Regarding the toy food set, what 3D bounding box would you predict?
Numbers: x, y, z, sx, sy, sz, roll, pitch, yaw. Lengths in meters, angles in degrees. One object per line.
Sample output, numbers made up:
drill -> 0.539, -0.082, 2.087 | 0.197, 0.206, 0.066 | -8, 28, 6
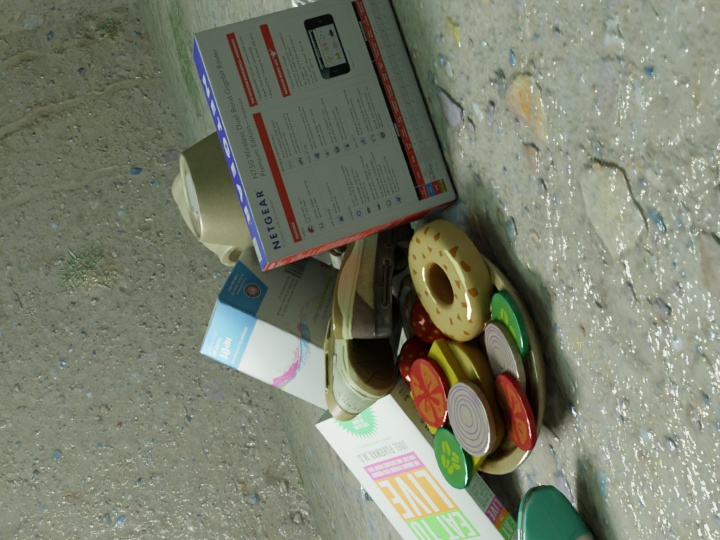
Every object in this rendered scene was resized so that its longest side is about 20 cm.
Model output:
toy food set -> 0.087, 0.075, 0.723 | 0.200, 0.048, 0.202 | 60, 148, 32

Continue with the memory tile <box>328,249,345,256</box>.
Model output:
memory tile -> -0.085, -0.095, 1.089 | 0.199, 0.017, 0.157 | 1, -111, -60

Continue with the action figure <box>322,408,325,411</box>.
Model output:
action figure -> -0.063, 0.132, 1.207 | 0.199, 0.118, 0.055 | 39, 124, 9

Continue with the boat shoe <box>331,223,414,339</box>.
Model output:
boat shoe -> 0.022, -0.021, 0.810 | 0.074, 0.063, 0.204 | 90, -168, -59

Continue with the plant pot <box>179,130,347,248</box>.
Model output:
plant pot -> -0.089, -0.101, 0.935 | 0.187, 0.195, 0.192 | 167, 90, -72

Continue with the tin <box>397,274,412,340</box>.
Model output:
tin -> 0.088, 0.094, 0.849 | 0.113, 0.041, 0.204 | 110, 141, -63

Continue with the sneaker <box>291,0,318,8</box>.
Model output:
sneaker -> -0.033, -0.304, 0.809 | 0.083, 0.072, 0.203 | -79, -17, -46

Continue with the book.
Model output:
book -> 0.059, 0.203, 0.861 | 0.201, 0.048, 0.133 | 51, 141, -7

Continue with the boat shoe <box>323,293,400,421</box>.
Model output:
boat shoe -> -0.007, 0.067, 0.847 | 0.073, 0.067, 0.201 | 34, -154, -12

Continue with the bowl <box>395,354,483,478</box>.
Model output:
bowl -> 0.055, 0.188, 0.980 | 0.200, 0.092, 0.206 | 163, 91, -77

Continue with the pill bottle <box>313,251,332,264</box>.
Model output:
pill bottle -> -0.106, -0.096, 1.235 | 0.112, 0.110, 0.205 | 161, 91, -77

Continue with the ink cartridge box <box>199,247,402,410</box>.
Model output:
ink cartridge box -> -0.058, 0.061, 0.955 | 0.146, 0.196, 0.086 | -71, 5, -57

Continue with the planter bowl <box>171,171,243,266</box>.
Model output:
planter bowl -> -0.181, -0.092, 1.357 | 0.201, 0.196, 0.137 | 111, 138, -70

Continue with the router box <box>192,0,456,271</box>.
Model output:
router box -> -0.032, -0.125, 0.750 | 0.049, 0.176, 0.205 | 147, 105, -75

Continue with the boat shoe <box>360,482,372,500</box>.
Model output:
boat shoe -> 0.036, 0.190, 1.111 | 0.074, 0.066, 0.204 | 74, -164, -62

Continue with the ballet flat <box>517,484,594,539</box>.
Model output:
ballet flat -> 0.173, 0.260, 0.684 | 0.070, 0.067, 0.204 | 14, 124, 46
